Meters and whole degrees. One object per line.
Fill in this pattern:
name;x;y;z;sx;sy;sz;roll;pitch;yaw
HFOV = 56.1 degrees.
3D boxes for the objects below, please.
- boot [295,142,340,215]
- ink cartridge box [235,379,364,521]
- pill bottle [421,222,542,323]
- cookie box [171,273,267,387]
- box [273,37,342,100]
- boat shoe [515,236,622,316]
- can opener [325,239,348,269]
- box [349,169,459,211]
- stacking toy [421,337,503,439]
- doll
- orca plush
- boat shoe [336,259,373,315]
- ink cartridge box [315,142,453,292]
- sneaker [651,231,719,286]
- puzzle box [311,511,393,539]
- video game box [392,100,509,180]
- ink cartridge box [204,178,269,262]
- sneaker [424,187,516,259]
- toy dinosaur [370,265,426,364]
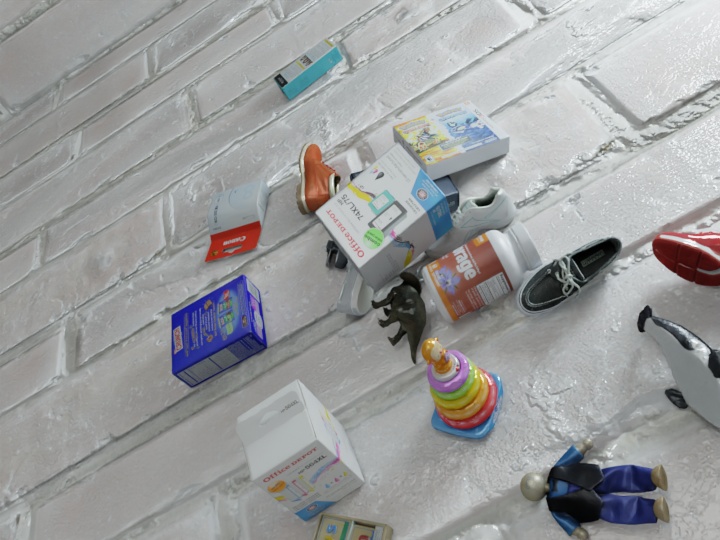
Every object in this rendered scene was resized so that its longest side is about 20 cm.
boot;-0.094;-0.231;1.625;0.105;0.075;0.204;-14;57;18
ink cartridge box;-0.104;0.291;1.105;0.127;0.201;0.126;-33;44;4
pill bottle;0.216;0.000;1.202;0.197;0.113;0.113;-29;44;8
cookie box;-0.309;0.130;1.458;0.197;0.076;0.173;-27;45;10
box;-0.152;-0.586;1.963;0.199;0.049;0.083;-38;43;0
boat shoe;0.349;0.008;1.129;0.196;0.068;0.075;-28;81;2
can opener;-0.032;-0.090;1.492;0.065;0.054;0.203;17;60;4
box;0.090;-0.166;1.419;0.196;0.052;0.159;-16;45;-7
stacking toy;0.142;0.165;1.051;0.108;0.201;0.118;4;55;34
doll;0.318;0.301;0.936;0.197;0.048;0.139;-11;59;34
orca plush;0.481;0.138;0.974;0.200;0.070;0.107;50;132;50
boat shoe;0.000;0.000;1.380;0.067;0.072;0.204;-2;63;31
ink cartridge box;0.047;-0.093;1.248;0.199;0.146;0.147;-40;68;-1
sneaker;0.567;-0.037;1.050;0.197;0.079;0.116;25;61;30
puzzle box;-0.034;0.481;1.032;0.131;0.026;0.203;-3;54;31
video game box;0.192;-0.284;1.457;0.196;0.047;0.183;-21;41;-11
ink cartridge box;-0.317;-0.127;1.694;0.157;0.048;0.203;-13;47;23
sneaker;0.203;-0.097;1.316;0.198;0.080;0.071;-32;46;8
toy dinosaur;0.083;0.074;1.254;0.101;0.077;0.202;-32;39;20
